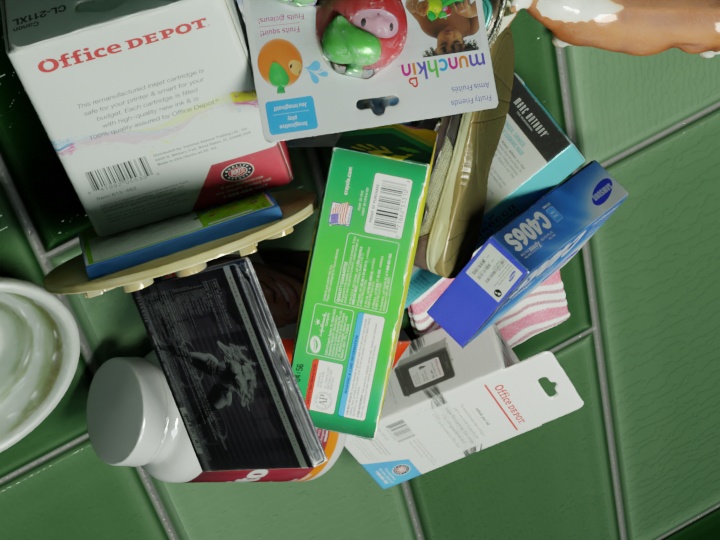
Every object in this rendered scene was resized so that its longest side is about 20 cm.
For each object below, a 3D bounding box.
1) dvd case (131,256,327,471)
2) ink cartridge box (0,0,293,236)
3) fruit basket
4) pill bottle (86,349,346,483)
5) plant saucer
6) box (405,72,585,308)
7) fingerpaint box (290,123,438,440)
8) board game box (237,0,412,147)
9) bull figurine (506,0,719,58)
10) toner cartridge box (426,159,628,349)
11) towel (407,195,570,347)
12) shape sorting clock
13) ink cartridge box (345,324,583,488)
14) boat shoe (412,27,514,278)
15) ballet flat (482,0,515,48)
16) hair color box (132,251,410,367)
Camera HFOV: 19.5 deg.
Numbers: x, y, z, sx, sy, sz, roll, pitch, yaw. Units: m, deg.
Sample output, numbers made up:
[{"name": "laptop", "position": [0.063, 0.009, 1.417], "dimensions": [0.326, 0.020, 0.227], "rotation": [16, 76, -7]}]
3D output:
[{"name": "dvd case", "position": [-0.096, 0.071, 1.493], "dimensions": [0.016, 0.149, 0.200], "rotation": [-23, -175, -26]}, {"name": "ink cartridge box", "position": [-0.141, -0.129, 1.410], "dimensions": [0.145, 0.083, 0.200], "rotation": [-15, 142, 3]}, {"name": "fruit basket", "position": [0.004, -0.196, 1.390], "dimensions": [0.185, 0.201, 0.094], "rotation": [-10, 177, -28]}, {"name": "pill bottle", "position": [-0.117, 0.116, 1.703], "dimensions": [0.200, 0.113, 0.113], "rotation": [4, 129, -39]}, {"name": "plant saucer", "position": [-0.309, 0.069, 1.556], "dimensions": [0.200, 0.050, 0.200], "rotation": [-21, 142, -17]}, {"name": "box", "position": [0.075, -0.060, 1.675], "dimensions": [0.200, 0.082, 0.049], "rotation": [-39, 157, 6]}, {"name": "fingerpaint box", "position": [0.000, 0.000, 1.519], "dimensions": [0.073, 0.167, 0.201], "rotation": [12, 103, 2]}, {"name": "board game box", "position": [-0.019, -0.164, 1.541], "dimensions": [0.200, 0.026, 0.200], "rotation": [-3, 133, -35]}, {"name": "bull figurine", "position": [0.194, -0.197, 1.586], "dimensions": [0.121, 0.199, 0.065], "rotation": [-9, 109, -83]}, {"name": "toner cartridge box", "position": [0.136, -0.015, 1.672], "dimensions": [0.095, 0.043, 0.200], "rotation": [-50, 171, 35]}, {"name": "towel", "position": [0.112, 0.021, 1.842], "dimensions": [0.146, 0.030, 0.200], "rotation": [-28, 143, -8]}, {"name": "shape sorting clock", "position": [-0.125, -0.018, 1.467], "dimensions": [0.200, 0.200, 0.039], "rotation": [-22, 106, -17]}, {"name": "ink cartridge box", "position": [0.083, 0.108, 1.845], "dimensions": [0.200, 0.067, 0.116], "rotation": [-23, 144, 10]}, {"name": "boat shoe", "position": [0.068, -0.097, 1.613], "dimensions": [0.072, 0.066, 0.201], "rotation": [4, 99, -67]}, {"name": "ballet flat", "position": [0.092, -0.214, 1.504], "dimensions": [0.075, 0.068, 0.200], "rotation": [-18, 139, -46]}, {"name": "hair color box", "position": [-0.069, 0.039, 1.663], "dimensions": [0.200, 0.102, 0.061], "rotation": [1, 134, -39]}]
